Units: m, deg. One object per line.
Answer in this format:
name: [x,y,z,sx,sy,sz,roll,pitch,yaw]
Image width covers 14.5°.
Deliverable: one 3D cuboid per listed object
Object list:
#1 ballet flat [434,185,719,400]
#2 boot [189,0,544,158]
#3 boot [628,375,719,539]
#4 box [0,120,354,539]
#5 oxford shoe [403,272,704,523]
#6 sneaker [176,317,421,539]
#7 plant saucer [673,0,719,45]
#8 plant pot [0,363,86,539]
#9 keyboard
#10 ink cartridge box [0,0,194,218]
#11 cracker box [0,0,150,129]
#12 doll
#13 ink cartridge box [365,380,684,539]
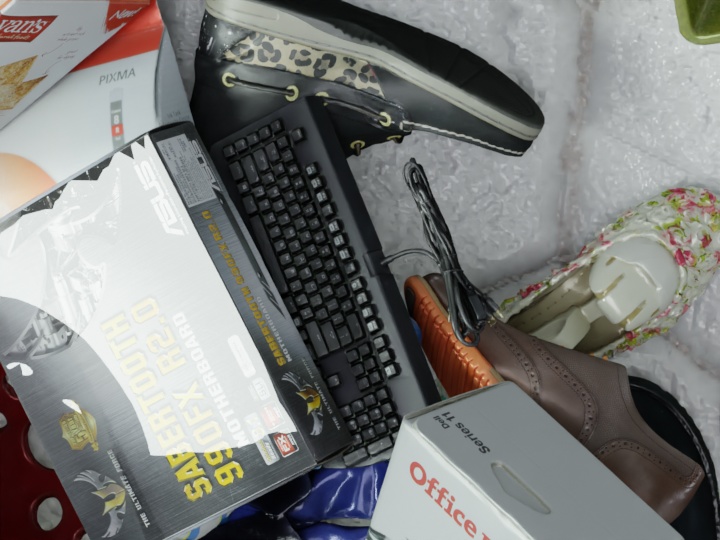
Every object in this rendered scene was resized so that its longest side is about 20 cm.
ballet flat: [0.128,0.028,1.605,0.200,0.064,0.076,-38,97,14]
boot: [-0.012,-0.067,1.600,0.203,0.073,0.154,22,110,3]
boot: [0.166,0.171,1.580,0.076,0.168,0.201,-16,101,13]
box: [-0.116,0.041,1.542,0.158,0.048,0.200,-27,88,29]
oxford shoe: [0.103,0.068,1.557,0.073,0.071,0.200,-38,75,-17]
sneaker: [-0.037,0.085,1.581,0.105,0.076,0.200,39,105,32]
plant saucer: [0.254,-0.235,1.516,0.199,0.048,0.200,-9,115,10]
plant pot: [-0.243,0.137,1.604,0.182,0.200,0.201,-26,99,29]
keyboard: [0.000,0.000,1.532,0.127,0.021,0.200,-25,80,17]
ink cartridge box: [-0.174,-0.087,1.594,0.162,0.050,0.201,-11,101,31]
cracker box: [-0.227,-0.110,1.534,0.200,0.134,0.058,-38,77,26]
doll: [-0.046,0.138,1.651,0.199,0.048,0.137,1,82,22]
ink cartridge box: [0.073,0.181,1.503,0.147,0.083,0.200,43,134,31]
